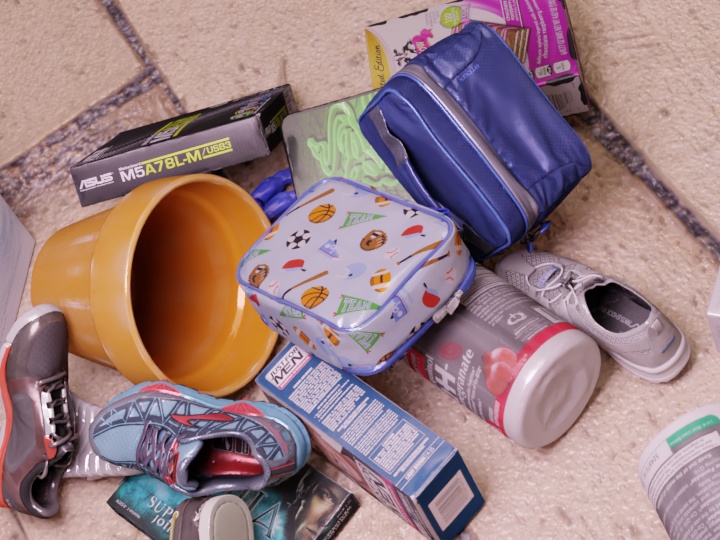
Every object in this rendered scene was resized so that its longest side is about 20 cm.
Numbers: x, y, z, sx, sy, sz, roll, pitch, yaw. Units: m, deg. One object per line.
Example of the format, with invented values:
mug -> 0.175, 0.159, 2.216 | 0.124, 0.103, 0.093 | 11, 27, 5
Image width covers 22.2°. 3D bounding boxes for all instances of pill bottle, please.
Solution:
pill bottle -> 0.102, 0.059, 1.594 | 0.200, 0.111, 0.111 | 34, 74, 35
pill bottle -> 0.303, 0.210, 1.416 | 0.112, 0.113, 0.201 | -26, 52, 2

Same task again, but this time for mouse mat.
mouse mat -> 0.018, -0.070, 1.712 | 0.160, 0.008, 0.202 | -15, 79, 10

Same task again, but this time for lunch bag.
lunch bag -> 0.000, 0.000, 1.569 | 0.160, 0.076, 0.199 | -45, 41, -19
lunch bag -> 0.099, -0.101, 1.629 | 0.132, 0.136, 0.200 | -39, 90, -18

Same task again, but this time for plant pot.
plant pot -> -0.202, 0.017, 1.695 | 0.182, 0.200, 0.201 | -2, 55, 41

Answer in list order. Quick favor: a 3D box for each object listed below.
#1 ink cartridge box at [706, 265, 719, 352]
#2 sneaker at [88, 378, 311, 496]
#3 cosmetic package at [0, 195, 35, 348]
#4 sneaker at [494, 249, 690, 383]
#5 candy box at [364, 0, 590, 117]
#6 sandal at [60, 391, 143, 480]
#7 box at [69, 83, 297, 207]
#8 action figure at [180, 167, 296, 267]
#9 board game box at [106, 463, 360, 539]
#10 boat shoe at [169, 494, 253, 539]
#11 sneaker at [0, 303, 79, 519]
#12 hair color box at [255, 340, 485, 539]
ink cartridge box -> 0.403, 0.019, 1.535 | 0.199, 0.068, 0.116 | 8, 61, 24
sneaker -> -0.147, 0.145, 1.548 | 0.198, 0.080, 0.096 | 1, 17, 18
cosmetic package -> -0.425, 0.002, 1.772 | 0.122, 0.200, 0.201 | -4, 57, 18
sneaker -> 0.199, 0.021, 1.600 | 0.199, 0.082, 0.075 | 25, 68, 34
candy box -> 0.110, -0.196, 1.767 | 0.198, 0.061, 0.137 | -16, 54, 10
sandal -> -0.249, 0.158, 1.696 | 0.202, 0.050, 0.083 | 10, 83, 44
box -> -0.167, -0.124, 1.787 | 0.192, 0.048, 0.200 | -13, 12, 10
action figure -> -0.105, -0.076, 1.774 | 0.200, 0.099, 0.065 | -40, 52, -6
board game box -> -0.115, 0.206, 1.628 | 0.199, 0.028, 0.136 | 29, 72, 33
boat shoe -> -0.128, 0.290, 1.535 | 0.060, 0.071, 0.203 | -7, 78, 41
sneaker -> -0.278, 0.130, 1.646 | 0.082, 0.202, 0.077 | 22, 22, 35
hair color box -> 0.007, 0.146, 1.577 | 0.200, 0.100, 0.061 | 34, 73, 35
